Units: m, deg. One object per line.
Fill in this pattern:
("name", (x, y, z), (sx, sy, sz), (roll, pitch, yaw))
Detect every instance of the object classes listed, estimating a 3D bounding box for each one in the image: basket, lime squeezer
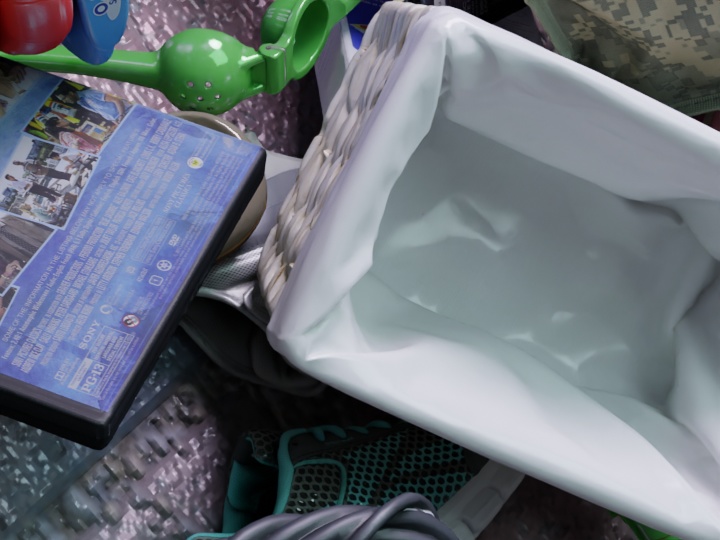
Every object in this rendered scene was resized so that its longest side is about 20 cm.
("basket", (0.073, -0.002, 1.045), (0.200, 0.123, 0.136), (25, 95, -14))
("lime squeezer", (-0.045, -0.091, 1.113), (0.200, 0.071, 0.038), (-21, 120, -18))

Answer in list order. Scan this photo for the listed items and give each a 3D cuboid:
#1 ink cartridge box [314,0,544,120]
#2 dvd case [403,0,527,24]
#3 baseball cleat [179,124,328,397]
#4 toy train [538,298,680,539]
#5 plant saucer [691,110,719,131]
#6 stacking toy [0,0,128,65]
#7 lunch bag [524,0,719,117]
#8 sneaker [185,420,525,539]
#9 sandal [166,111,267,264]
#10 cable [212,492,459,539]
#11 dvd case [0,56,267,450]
("ink cartridge box", (0.028, -0.093, 1.189), (0.095, 0.037, 0.200), (15, 29, -13))
("dvd case", (0.056, -0.179, 1.181), (0.200, 0.016, 0.149), (-34, 124, -61))
("baseball cleat", (0.000, 0.000, 1.146), (0.200, 0.070, 0.107), (2, 70, -28))
("toy train", (0.110, 0.079, 1.162), (0.200, 0.042, 0.056), (55, 7, -18))
("plant saucer", (0.157, -0.072, 1.225), (0.051, 0.201, 0.201), (19, 52, -8))
("stacking toy", (-0.188, -0.088, 0.974), (0.200, 0.116, 0.110), (-33, 56, -19))
("lunch bag", (0.163, -0.156, 1.111), (0.118, 0.200, 0.164), (64, 20, -49))
("sneaker", (-0.004, 0.084, 1.082), (0.091, 0.078, 0.200), (46, 44, -3))
("sandal", (-0.116, -0.008, 1.030), (0.200, 0.054, 0.080), (-28, 78, -25))
("cable", (-0.026, 0.166, 0.985), (0.163, 0.051, 0.200), (21, 87, -12))
("dvd case", (-0.150, -0.024, 0.990), (0.200, 0.018, 0.143), (20, 48, 9))
